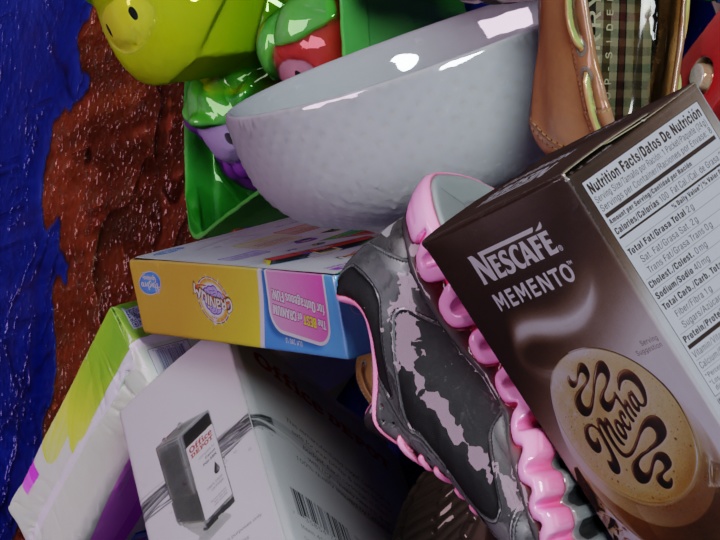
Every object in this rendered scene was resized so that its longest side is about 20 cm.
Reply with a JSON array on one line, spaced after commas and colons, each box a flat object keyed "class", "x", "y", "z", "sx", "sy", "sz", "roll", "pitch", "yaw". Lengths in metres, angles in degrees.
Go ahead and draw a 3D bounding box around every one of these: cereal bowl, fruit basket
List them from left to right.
[{"class": "fruit basket", "x": -0.065, "y": -0.117, "z": 1.478, "sx": 0.216, "sy": 0.215, "sz": 0.156, "roll": -34, "pitch": 55, "yaw": 57}, {"class": "cereal bowl", "x": 0.041, "y": -0.068, "z": 1.290, "sx": 0.200, "sy": 0.200, "sz": 0.084, "roll": -2, "pitch": 109, "yaw": 63}]

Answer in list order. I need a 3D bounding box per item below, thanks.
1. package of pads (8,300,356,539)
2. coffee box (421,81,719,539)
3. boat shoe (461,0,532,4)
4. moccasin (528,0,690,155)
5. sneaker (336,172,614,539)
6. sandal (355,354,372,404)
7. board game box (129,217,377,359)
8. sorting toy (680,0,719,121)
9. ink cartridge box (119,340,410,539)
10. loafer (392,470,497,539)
[{"class": "package of pads", "x": -0.094, "y": 0.083, "z": 1.541, "sx": 0.068, "sy": 0.154, "sz": 0.200, "roll": 58, "pitch": 141, "yaw": 23}, {"class": "coffee box", "x": 0.128, "y": 0.040, "z": 1.084, "sx": 0.200, "sy": 0.080, "sz": 0.113, "roll": 57, "pitch": 150, "yaw": -3}, {"class": "boat shoe", "x": 0.071, "y": -0.159, "z": 1.296, "sx": 0.200, "sy": 0.057, "sz": 0.067, "roll": 2, "pitch": 92, "yaw": 59}, {"class": "moccasin", "x": 0.107, "y": -0.140, "z": 1.126, "sx": 0.078, "sy": 0.073, "sz": 0.202, "roll": 14, "pitch": 98, "yaw": 60}, {"class": "sneaker", "x": 0.048, "y": 0.063, "z": 1.165, "sx": 0.095, "sy": 0.079, "sz": 0.200, "roll": -32, "pitch": 69, "yaw": 31}, {"class": "sandal", "x": 0.026, "y": 0.051, "z": 1.393, "sx": 0.200, "sy": 0.080, "sz": 0.054, "roll": 21, "pitch": 92, "yaw": 69}, {"class": "board game box", "x": 0.000, "y": 0.000, "z": 1.353, "sx": 0.200, "sy": 0.153, "sz": 0.040, "roll": 5, "pitch": 107, "yaw": 58}, {"class": "sorting toy", "x": 0.187, "y": -0.158, "z": 1.130, "sx": 0.199, "sy": 0.069, "sz": 0.200, "roll": -55, "pitch": 38, "yaw": 44}, {"class": "ink cartridge box", "x": -0.032, "y": 0.143, "z": 1.376, "sx": 0.083, "sy": 0.147, "sz": 0.200, "roll": -40, "pitch": 35, "yaw": 15}, {"class": "loafer", "x": 0.060, "y": 0.155, "z": 1.304, "sx": 0.076, "sy": 0.068, "sz": 0.200, "roll": -37, "pitch": 29, "yaw": 34}]
